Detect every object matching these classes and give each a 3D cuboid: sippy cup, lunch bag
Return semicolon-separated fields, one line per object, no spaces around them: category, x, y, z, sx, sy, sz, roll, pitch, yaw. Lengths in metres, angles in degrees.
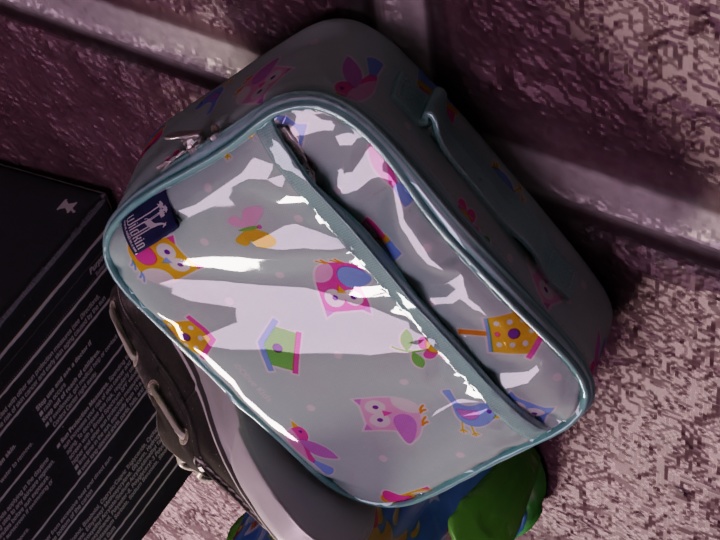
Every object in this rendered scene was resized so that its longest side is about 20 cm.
sippy cup;0.003;0.125;0.966;0.139;0.131;0.178;29;148;11
lunch bag;0.000;0.000;0.824;0.160;0.077;0.200;-28;115;38

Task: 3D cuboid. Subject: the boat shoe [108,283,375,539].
boat shoe;-0.059;0.064;0.926;0.064;0.070;0.200;-54;51;31

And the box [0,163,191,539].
box;-0.200;0.081;1.039;0.123;0.200;0.199;16;143;30
